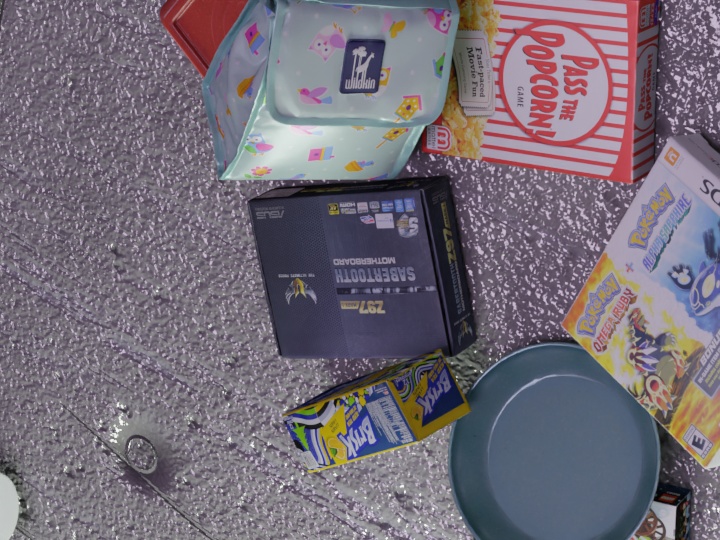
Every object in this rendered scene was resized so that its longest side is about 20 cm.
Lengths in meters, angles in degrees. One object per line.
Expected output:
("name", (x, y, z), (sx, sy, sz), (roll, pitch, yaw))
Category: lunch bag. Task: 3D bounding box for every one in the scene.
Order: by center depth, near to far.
("lunch bag", (-0.024, -0.162, 1.437), (0.200, 0.170, 0.122), (126, 137, -55))

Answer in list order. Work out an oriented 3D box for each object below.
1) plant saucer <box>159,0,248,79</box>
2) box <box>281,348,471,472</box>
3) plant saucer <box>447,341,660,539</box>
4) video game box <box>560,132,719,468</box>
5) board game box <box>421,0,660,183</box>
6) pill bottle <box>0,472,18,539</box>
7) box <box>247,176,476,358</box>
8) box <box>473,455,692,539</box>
("plant saucer", (-0.085, -0.219, 1.588), (0.200, 0.037, 0.200), (52, 126, 7))
("box", (0.011, 0.131, 1.593), (0.200, 0.070, 0.065), (-23, 93, 57))
("plant saucer", (0.172, 0.164, 1.517), (0.199, 0.036, 0.201), (-5, 80, 29))
("video game box", (0.272, 0.024, 1.392), (0.182, 0.047, 0.201), (48, 125, 33))
("board game box", (0.146, -0.163, 1.444), (0.199, 0.046, 0.152), (10, 112, 31))
("pill bottle", (-0.494, 0.264, 1.991), (0.199, 0.113, 0.114), (3, 109, 33))
("box", (0.000, 0.000, 1.600), (0.199, 0.051, 0.158), (-1, 107, 35))
("box", (0.196, 0.243, 1.563), (0.199, 0.038, 0.137), (10, 112, 31))
